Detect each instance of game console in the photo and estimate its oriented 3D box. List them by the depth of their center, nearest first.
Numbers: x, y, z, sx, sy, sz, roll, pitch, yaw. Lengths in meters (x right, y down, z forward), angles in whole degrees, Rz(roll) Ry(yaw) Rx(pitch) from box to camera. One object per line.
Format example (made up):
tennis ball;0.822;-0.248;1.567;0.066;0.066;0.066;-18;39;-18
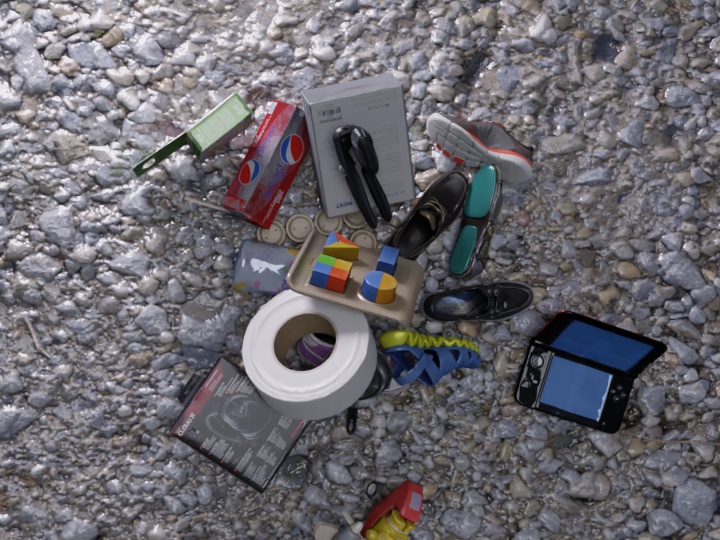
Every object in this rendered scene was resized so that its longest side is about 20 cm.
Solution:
game console;0.386;0.175;1.708;0.200;0.119;0.173;19;85;-7

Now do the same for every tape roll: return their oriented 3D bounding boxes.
tape roll;-0.078;0.124;1.553;0.202;0.071;0.203;-6;58;10

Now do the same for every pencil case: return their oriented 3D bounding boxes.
pencil case;-0.110;0.010;1.642;0.200;0.083;0.091;11;95;-8

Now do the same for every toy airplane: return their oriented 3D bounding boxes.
toy airplane;0.029;0.457;1.632;0.200;0.141;0.200;-18;111;-23

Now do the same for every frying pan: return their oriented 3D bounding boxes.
frying pan;-0.023;0.193;1.633;0.115;0.031;0.190;25;122;-11

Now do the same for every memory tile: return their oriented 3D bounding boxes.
memory tile;-0.068;-0.027;1.699;0.200;0.017;0.154;-13;90;-9

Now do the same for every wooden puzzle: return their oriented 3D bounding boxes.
wooden puzzle;0.000;0.000;1.580;0.200;0.185;0.046;20;120;1

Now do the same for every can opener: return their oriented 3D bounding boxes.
can opener;0.003;-0.145;1.596;0.063;0.079;0.200;-15;131;1

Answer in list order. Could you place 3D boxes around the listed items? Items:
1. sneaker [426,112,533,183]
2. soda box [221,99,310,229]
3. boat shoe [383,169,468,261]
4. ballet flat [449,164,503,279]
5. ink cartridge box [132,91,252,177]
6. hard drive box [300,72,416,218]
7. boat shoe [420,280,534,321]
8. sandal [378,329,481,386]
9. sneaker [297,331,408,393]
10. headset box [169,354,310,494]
sneaker;0.207;-0.223;1.731;0.200;0.077;0.082;28;58;-8
soda box;-0.146;-0.173;1.656;0.070;0.063;0.200;33;82;-47
boat shoe;0.119;-0.085;1.699;0.074;0.073;0.200;37;83;-6
ballet flat;0.206;-0.079;1.721;0.072;0.072;0.201;18;89;-7
ink cartridge box;-0.266;-0.198;1.610;0.200;0.146;0.048;-40;95;-8
hard drive box;-0.002;-0.203;1.643;0.156;0.077;0.200;-12;117;-9
boat shoe;0.204;0.052;1.711;0.200;0.066;0.070;-2;88;-8
sandal;0.115;0.151;1.664;0.200;0.079;0.087;8;73;-32
sneaker;-0.001;0.141;1.648;0.200;0.114;0.073;18;64;-9
headset box;-0.201;0.242;1.640;0.200;0.077;0.149;34;83;-5
